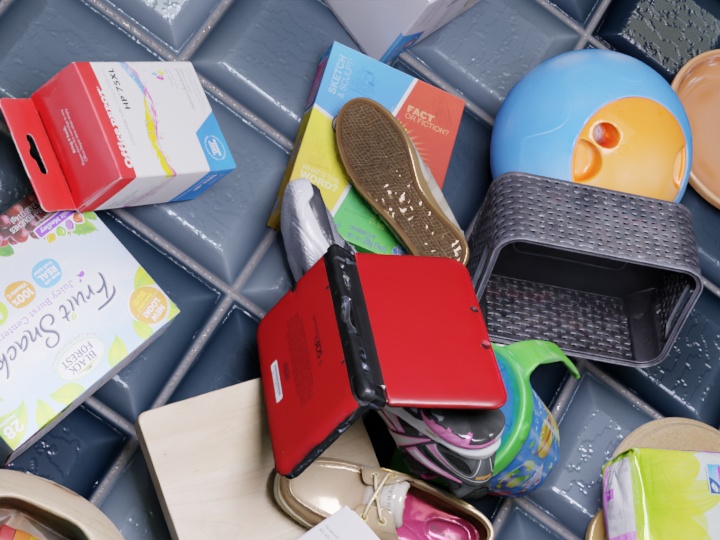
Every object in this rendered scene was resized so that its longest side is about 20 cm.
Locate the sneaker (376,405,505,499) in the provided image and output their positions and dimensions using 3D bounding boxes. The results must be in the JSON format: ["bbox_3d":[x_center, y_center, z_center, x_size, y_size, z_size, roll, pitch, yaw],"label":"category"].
[{"bbox_3d":[0.049,0.136,1.456,0.080,0.200,0.087,-10,116,-24],"label":"sneaker"}]

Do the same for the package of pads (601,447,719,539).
[{"bbox_3d":[0.306,0.268,1.561,0.154,0.068,0.201,5,69,-21],"label":"package of pads"}]

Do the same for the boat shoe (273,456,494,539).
[{"bbox_3d":[0.025,0.202,1.444,0.199,0.069,0.074,19,65,-15],"label":"boat shoe"}]

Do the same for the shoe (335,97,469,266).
[{"bbox_3d":[0.039,-0.075,1.602,0.070,0.053,0.201,-31,79,4],"label":"shoe"}]

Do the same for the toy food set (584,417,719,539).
[{"bbox_3d":[0.320,0.244,1.643,0.197,0.049,0.201,23,64,-14],"label":"toy food set"}]

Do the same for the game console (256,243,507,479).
[{"bbox_3d":[0.011,0.081,1.438,0.118,0.172,0.201,31,26,-29],"label":"game console"}]

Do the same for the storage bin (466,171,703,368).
[{"bbox_3d":[0.204,0.000,1.563,0.199,0.136,0.094,11,44,-8],"label":"storage bin"}]

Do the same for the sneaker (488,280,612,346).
[{"bbox_3d":[0.157,0.054,1.643,0.199,0.078,0.080,-22,65,-35],"label":"sneaker"}]

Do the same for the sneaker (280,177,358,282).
[{"bbox_3d":[0.000,0.000,1.565,0.113,0.075,0.201,-19,96,-18],"label":"sneaker"}]

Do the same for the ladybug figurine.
[{"bbox_3d":[-0.277,0.243,1.382,0.199,0.072,0.136,29,62,-10],"label":"ladybug figurine"}]

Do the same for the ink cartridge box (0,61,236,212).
[{"bbox_3d":[-0.215,-0.122,1.500,0.200,0.067,0.117,-11,74,-55],"label":"ink cartridge box"}]

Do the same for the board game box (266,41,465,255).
[{"bbox_3d":[0.008,-0.107,1.648,0.152,0.040,0.201,22,64,-14],"label":"board game box"}]

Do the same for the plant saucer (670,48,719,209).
[{"bbox_3d":[0.415,-0.145,1.833,0.199,0.037,0.201,8,67,-20],"label":"plant saucer"}]

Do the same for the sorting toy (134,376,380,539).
[{"bbox_3d":[-0.083,0.202,1.480,0.199,0.070,0.200,-15,77,-26],"label":"sorting toy"}]

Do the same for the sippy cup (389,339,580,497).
[{"bbox_3d":[0.117,0.147,1.538,0.130,0.177,0.141,36,48,-52],"label":"sippy cup"}]

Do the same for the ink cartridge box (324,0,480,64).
[{"bbox_3d":[0.068,-0.336,1.698,0.200,0.147,0.146,-36,86,-30],"label":"ink cartridge box"}]

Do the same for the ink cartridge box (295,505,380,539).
[{"bbox_3d":[-0.051,0.314,1.381,0.199,0.084,0.146,-32,130,-15],"label":"ink cartridge box"}]

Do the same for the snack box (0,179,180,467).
[{"bbox_3d":[-0.286,0.042,1.456,0.200,0.068,0.169,-40,88,-28],"label":"snack box"}]

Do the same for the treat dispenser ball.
[{"bbox_3d":[0.227,-0.117,1.653,0.200,0.201,0.202,8,68,-20],"label":"treat dispenser ball"}]
